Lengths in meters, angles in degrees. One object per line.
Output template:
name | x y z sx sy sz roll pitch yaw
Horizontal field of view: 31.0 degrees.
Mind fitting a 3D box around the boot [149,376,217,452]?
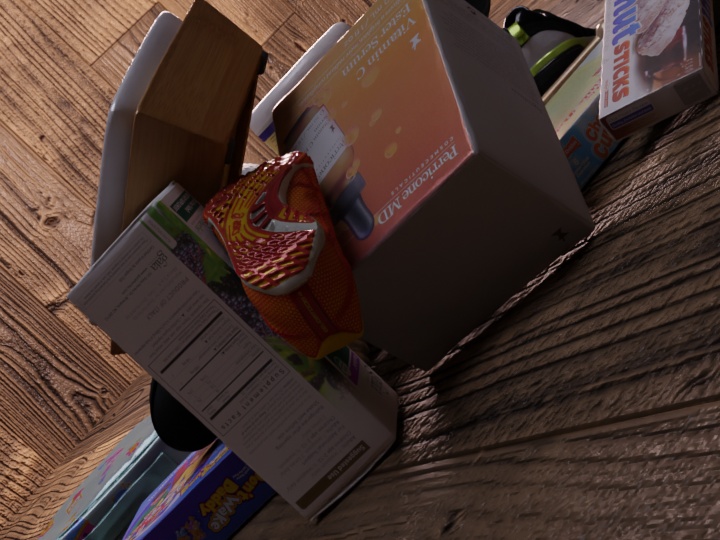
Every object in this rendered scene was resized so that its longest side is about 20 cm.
boot | -0.082 0.064 0.915 0.199 0.073 0.162 -61 21 7

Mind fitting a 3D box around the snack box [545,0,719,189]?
snack box | 0.174 -0.124 0.936 0.200 0.037 0.116 -49 10 -15

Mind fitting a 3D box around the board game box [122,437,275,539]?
board game box | -0.099 0.153 0.984 0.200 0.045 0.135 -45 8 12

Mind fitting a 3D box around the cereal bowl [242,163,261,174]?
cereal bowl | -0.102 -0.006 1.271 0.200 0.200 0.083 -48 18 -13

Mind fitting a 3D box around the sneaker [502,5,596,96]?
sneaker | 0.168 -0.204 1.142 0.072 0.083 0.200 -41 -2 17

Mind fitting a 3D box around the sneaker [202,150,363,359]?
sneaker | -0.044 -0.011 0.748 0.073 0.077 0.200 -27 27 6

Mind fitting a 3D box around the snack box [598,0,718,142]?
snack box | 0.196 -0.162 0.860 0.072 0.024 0.200 -26 30 30

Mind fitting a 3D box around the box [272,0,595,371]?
box | 0.038 -0.068 0.835 0.152 0.106 0.200 -43 38 26

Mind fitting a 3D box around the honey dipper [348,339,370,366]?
honey dipper | -0.016 0.000 0.953 0.038 0.038 0.201 -39 45 43

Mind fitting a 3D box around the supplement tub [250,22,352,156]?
supplement tub | 0.002 -0.133 1.314 0.145 0.200 0.145 -46 8 8

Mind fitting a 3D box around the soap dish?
soap dish | -0.124 -0.061 0.889 0.158 0.081 0.201 -78 2 -52

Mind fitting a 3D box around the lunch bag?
lunch bag | -0.209 0.212 1.165 0.200 0.077 0.160 -49 9 -13

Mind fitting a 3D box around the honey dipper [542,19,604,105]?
honey dipper | 0.141 -0.122 1.039 0.200 0.038 0.038 -47 7 3

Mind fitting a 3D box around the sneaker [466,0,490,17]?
sneaker | 0.079 -0.166 1.137 0.121 0.083 0.201 104 165 -44

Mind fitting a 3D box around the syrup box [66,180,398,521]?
syrup box | -0.071 0.047 0.786 0.081 0.200 0.079 -45 8 12
